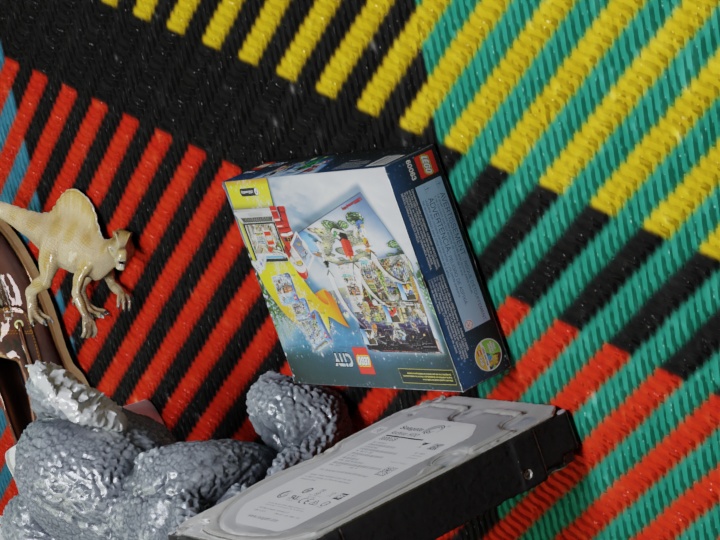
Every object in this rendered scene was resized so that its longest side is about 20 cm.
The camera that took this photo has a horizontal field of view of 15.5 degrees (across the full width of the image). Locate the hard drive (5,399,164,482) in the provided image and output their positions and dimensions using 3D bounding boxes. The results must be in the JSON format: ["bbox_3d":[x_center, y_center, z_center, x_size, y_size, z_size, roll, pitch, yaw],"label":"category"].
[{"bbox_3d":[-0.166,0.165,1.850,0.026,0.200,0.132,-30,85,20],"label":"hard drive"}]

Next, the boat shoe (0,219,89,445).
[{"bbox_3d":[-0.265,0.059,2.032,0.201,0.070,0.070,65,153,1],"label":"boat shoe"}]

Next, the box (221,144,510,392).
[{"bbox_3d":[0.000,0.000,1.561,0.200,0.038,0.137,-1,112,60],"label":"box"}]

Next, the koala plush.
[{"bbox_3d":[-0.137,0.145,1.676,0.199,0.184,0.178,24,125,12],"label":"koala plush"}]

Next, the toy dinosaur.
[{"bbox_3d":[-0.214,-0.012,1.921,0.199,0.058,0.102,18,113,44],"label":"toy dinosaur"}]

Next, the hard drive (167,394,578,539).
[{"bbox_3d":[0.007,0.126,1.482,0.139,0.199,0.038,2,113,60],"label":"hard drive"}]
